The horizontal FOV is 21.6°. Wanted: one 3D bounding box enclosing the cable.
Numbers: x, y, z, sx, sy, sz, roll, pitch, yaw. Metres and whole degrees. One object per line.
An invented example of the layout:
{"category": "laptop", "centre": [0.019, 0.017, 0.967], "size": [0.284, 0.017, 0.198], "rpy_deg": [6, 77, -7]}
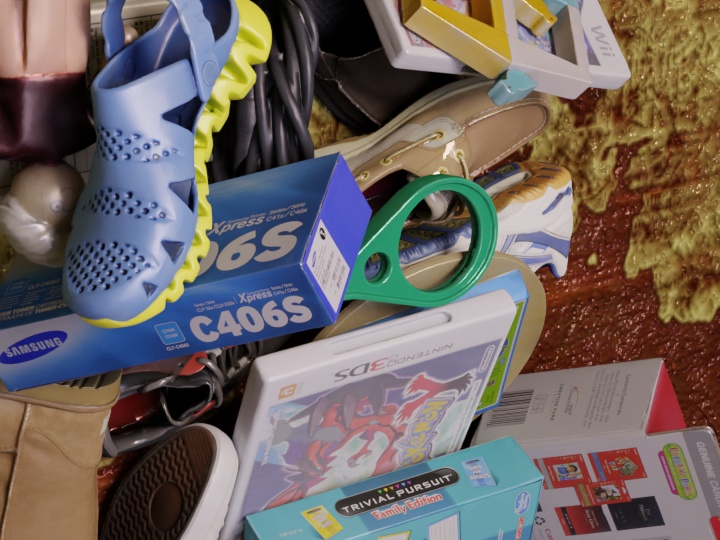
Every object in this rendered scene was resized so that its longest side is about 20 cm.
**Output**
{"category": "cable", "centre": [-0.052, -0.087, 1.078], "size": [0.050, 0.164, 0.201], "rpy_deg": [14, 136, -7]}

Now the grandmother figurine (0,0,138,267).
{"category": "grandmother figurine", "centre": [-0.165, -0.100, 0.963], "size": [0.120, 0.060, 0.202], "rpy_deg": [-8, 106, -24]}

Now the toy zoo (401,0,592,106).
{"category": "toy zoo", "centre": [0.078, -0.183, 1.153], "size": [0.130, 0.020, 0.201], "rpy_deg": [20, 48, -29]}

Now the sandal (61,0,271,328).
{"category": "sandal", "centre": [-0.111, -0.069, 0.946], "size": [0.087, 0.079, 0.202], "rpy_deg": [46, 51, -54]}

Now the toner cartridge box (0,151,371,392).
{"category": "toner cartridge box", "centre": [-0.099, 0.002, 0.994], "size": [0.043, 0.198, 0.095], "rpy_deg": [62, 28, -30]}

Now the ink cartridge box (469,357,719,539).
{"category": "ink cartridge box", "centre": [0.195, 0.168, 1.335], "size": [0.201, 0.174, 0.084], "rpy_deg": [67, 29, -30]}

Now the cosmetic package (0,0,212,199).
{"category": "cosmetic package", "centre": [-0.189, -0.098, 1.037], "size": [0.199, 0.087, 0.104], "rpy_deg": [-12, 109, -32]}

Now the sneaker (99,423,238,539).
{"category": "sneaker", "centre": [-0.118, 0.183, 1.183], "size": [0.084, 0.073, 0.201], "rpy_deg": [13, 113, -43]}

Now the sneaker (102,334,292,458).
{"category": "sneaker", "centre": [-0.096, 0.060, 1.155], "size": [0.199, 0.082, 0.078], "rpy_deg": [-34, 121, -23]}

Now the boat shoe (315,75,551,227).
{"category": "boat shoe", "centre": [0.037, -0.059, 1.187], "size": [0.199, 0.067, 0.074], "rpy_deg": [-26, 143, -2]}

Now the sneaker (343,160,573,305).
{"category": "sneaker", "centre": [0.069, -0.002, 1.262], "size": [0.199, 0.075, 0.089], "rpy_deg": [-22, 116, -29]}

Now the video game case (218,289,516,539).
{"category": "video game case", "centre": [-0.003, 0.104, 1.205], "size": [0.181, 0.023, 0.201], "rpy_deg": [-15, 144, -27]}

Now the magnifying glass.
{"category": "magnifying glass", "centre": [0.000, 0.000, 1.119], "size": [0.199, 0.022, 0.080], "rpy_deg": [-23, 116, -30]}

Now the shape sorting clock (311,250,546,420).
{"category": "shape sorting clock", "centre": [0.035, 0.061, 1.240], "size": [0.199, 0.039, 0.201], "rpy_deg": [-23, 147, -16]}

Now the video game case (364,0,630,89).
{"category": "video game case", "centre": [0.073, -0.182, 1.178], "size": [0.199, 0.018, 0.144], "rpy_deg": [0, 59, -41]}

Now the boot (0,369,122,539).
{"category": "boot", "centre": [-0.229, 0.129, 1.082], "size": [0.174, 0.066, 0.201], "rpy_deg": [14, 117, -2]}

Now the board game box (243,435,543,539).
{"category": "board game box", "centre": [0.017, 0.203, 1.260], "size": [0.199, 0.047, 0.152], "rpy_deg": [-14, 132, -24]}

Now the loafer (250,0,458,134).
{"category": "loafer", "centre": [-0.001, -0.138, 1.171], "size": [0.200, 0.071, 0.073], "rpy_deg": [34, 83, -38]}
